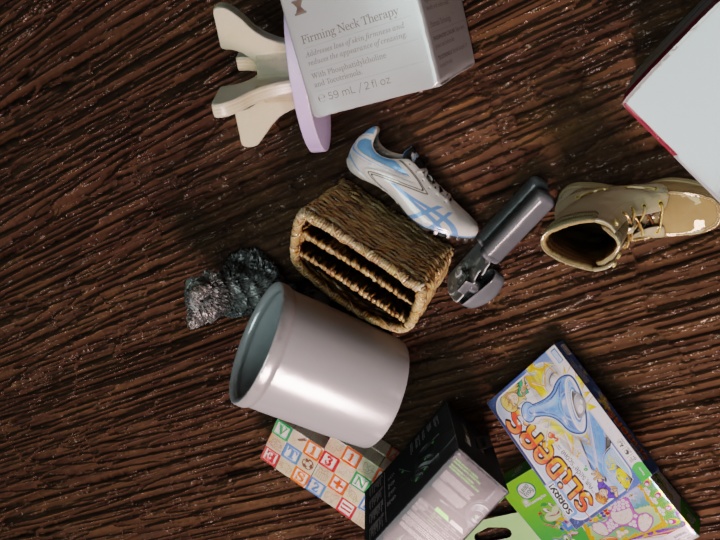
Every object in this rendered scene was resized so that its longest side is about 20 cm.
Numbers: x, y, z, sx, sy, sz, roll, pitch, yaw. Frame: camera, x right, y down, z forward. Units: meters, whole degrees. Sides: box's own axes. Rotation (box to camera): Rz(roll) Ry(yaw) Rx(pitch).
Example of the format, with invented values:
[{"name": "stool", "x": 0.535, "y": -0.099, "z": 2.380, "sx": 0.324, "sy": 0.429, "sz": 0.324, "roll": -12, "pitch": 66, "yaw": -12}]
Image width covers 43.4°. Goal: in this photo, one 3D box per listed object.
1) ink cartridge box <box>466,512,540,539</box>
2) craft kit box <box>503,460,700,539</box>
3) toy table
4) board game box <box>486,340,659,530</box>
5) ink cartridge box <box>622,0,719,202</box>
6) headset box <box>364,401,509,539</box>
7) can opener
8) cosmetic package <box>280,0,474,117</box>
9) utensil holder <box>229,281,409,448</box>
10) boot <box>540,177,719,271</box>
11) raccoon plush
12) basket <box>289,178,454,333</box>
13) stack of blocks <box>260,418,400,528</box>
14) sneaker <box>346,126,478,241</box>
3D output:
[{"name": "ink cartridge box", "x": 0.223, "y": 0.463, "z": 1.338, "sx": 0.144, "sy": 0.048, "sz": 0.202, "roll": -21, "pitch": 107, "yaw": 29}, {"name": "craft kit box", "x": 0.325, "y": 0.320, "z": 1.244, "sx": 0.199, "sy": 0.048, "sz": 0.198, "roll": -40, "pitch": 89, "yaw": 31}, {"name": "toy table", "x": -0.110, "y": -0.241, "z": 1.132, "sx": 0.114, "sy": 0.185, "sz": 0.204, "roll": -2, "pitch": 114, "yaw": 10}, {"name": "board game box", "x": 0.274, "y": 0.215, "z": 1.186, "sx": 0.136, "sy": 0.034, "sz": 0.201, "roll": -46, "pitch": 69, "yaw": 29}, {"name": "ink cartridge box", "x": 0.373, "y": -0.191, "z": 0.923, "sx": 0.145, "sy": 0.200, "sz": 0.145, "roll": 43, "pitch": 118, "yaw": 0}, {"name": "headset box", "x": 0.100, "y": 0.294, "z": 1.221, "sx": 0.092, "sy": 0.174, "sz": 0.201, "roll": 39, "pitch": 98, "yaw": -8}, {"name": "can opener", "x": 0.184, "y": -0.030, "z": 1.166, "sx": 0.066, "sy": 0.054, "sz": 0.200, "roll": 25, "pitch": 124, "yaw": -26}, {"name": "cosmetic package", "x": 0.017, "y": -0.307, "z": 1.047, "sx": 0.164, "sy": 0.166, "sz": 0.204, "roll": -10, "pitch": 106, "yaw": 26}, {"name": "utensil holder", "x": -0.055, "y": 0.133, "z": 1.221, "sx": 0.197, "sy": 0.171, "sz": 0.171, "roll": 24, "pitch": 122, "yaw": -18}, {"name": "boot", "x": 0.312, "y": -0.053, "z": 1.030, "sx": 0.196, "sy": 0.155, "sz": 0.074, "roll": 6, "pitch": 113, "yaw": 21}, {"name": "raccoon plush", "x": -0.155, "y": 0.034, "z": 1.278, "sx": 0.196, "sy": 0.134, "sz": 0.099, "roll": 2, "pitch": 111, "yaw": 22}, {"name": "basket", "x": 0.000, "y": 0.000, "z": 1.191, "sx": 0.198, "sy": 0.149, "sz": 0.144, "roll": 32, "pitch": 120, "yaw": 7}, {"name": "stack of blocks", "x": -0.043, "y": 0.284, "z": 1.376, "sx": 0.198, "sy": 0.059, "sz": 0.117, "roll": 31, "pitch": 119, "yaw": 9}, {"name": "sneaker", "x": 0.073, "y": -0.109, "z": 1.162, "sx": 0.198, "sy": 0.072, "sz": 0.073, "roll": 36, "pitch": 113, "yaw": 2}]
